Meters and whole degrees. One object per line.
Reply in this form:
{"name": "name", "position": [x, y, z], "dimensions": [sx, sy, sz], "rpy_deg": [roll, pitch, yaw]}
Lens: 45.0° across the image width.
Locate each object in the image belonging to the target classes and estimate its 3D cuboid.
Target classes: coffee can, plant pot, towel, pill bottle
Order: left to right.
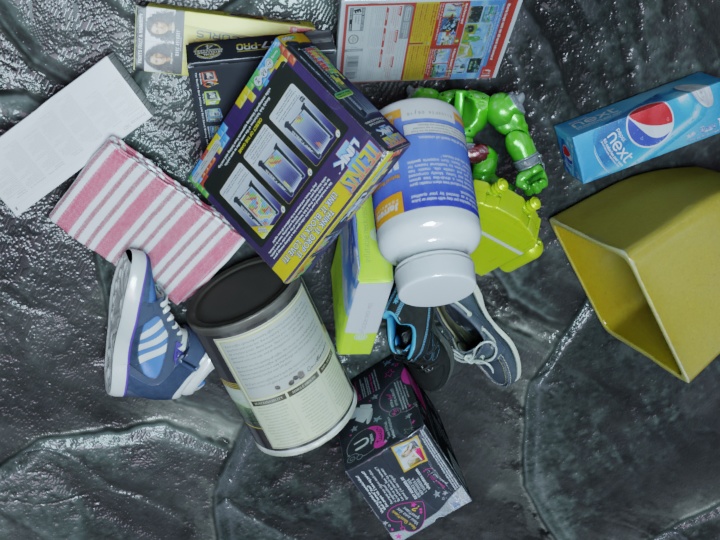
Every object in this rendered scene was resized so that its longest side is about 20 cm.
{"name": "towel", "position": [-0.252, -0.055, 1.036], "dimensions": [0.199, 0.030, 0.146], "rpy_deg": [37, 120, -23]}
{"name": "coffee can", "position": [-0.105, 0.104, 1.066], "dimensions": [0.145, 0.147, 0.201], "rpy_deg": [-23, 117, 1]}
{"name": "pill bottle", "position": [0.067, -0.070, 0.921], "dimensions": [0.111, 0.202, 0.112], "rpy_deg": [-5, 156, -2]}
{"name": "plant pot", "position": [0.395, -0.022, 1.083], "dimensions": [0.199, 0.196, 0.195], "rpy_deg": [-34, 112, -3]}

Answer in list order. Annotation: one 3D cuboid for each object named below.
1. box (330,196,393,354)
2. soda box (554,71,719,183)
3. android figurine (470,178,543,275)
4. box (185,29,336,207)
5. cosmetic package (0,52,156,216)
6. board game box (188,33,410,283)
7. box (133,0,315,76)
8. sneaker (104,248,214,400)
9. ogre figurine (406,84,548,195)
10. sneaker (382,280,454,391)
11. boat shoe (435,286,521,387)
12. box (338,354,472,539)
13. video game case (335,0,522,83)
{"name": "box", "position": [0.000, 0.000, 1.016], "dimensions": [0.047, 0.123, 0.201], "rpy_deg": [0, 149, -10]}
{"name": "soda box", "position": [0.349, -0.178, 1.078], "dimensions": [0.198, 0.068, 0.065], "rpy_deg": [-21, 112, 0]}
{"name": "android figurine", "position": [0.134, -0.052, 1.043], "dimensions": [0.181, 0.200, 0.041], "rpy_deg": [26, 61, -15]}
{"name": "box", "position": [-0.105, -0.168, 0.989], "dimensions": [0.159, 0.049, 0.201], "rpy_deg": [-8, 135, -8]}
{"name": "cosmetic package", "position": [-0.339, -0.156, 0.996], "dimensions": [0.199, 0.051, 0.083], "rpy_deg": [-34, 109, 5]}
{"name": "board game box", "position": [-0.069, -0.114, 0.909], "dimensions": [0.165, 0.057, 0.200], "rpy_deg": [46, 123, 7]}
{"name": "box", "position": [-0.153, -0.254, 0.986], "dimensions": [0.198, 0.050, 0.076], "rpy_deg": [5, 111, -11]}
{"name": "sneaker", "position": [-0.233, 0.069, 1.078], "dimensions": [0.145, 0.081, 0.202], "rpy_deg": [2, 114, -27]}
{"name": "ogre figurine", "position": [0.123, -0.155, 1.034], "dimensions": [0.198, 0.098, 0.121], "rpy_deg": [13, 110, 32]}
{"name": "sneaker", "position": [0.064, 0.089, 1.085], "dimensions": [0.073, 0.082, 0.201], "rpy_deg": [11, 138, 31]}
{"name": "boat shoe", "position": [0.147, 0.086, 1.129], "dimensions": [0.062, 0.074, 0.201], "rpy_deg": [-53, 127, -35]}
{"name": "box", "position": [0.046, 0.221, 1.112], "dimensions": [0.114, 0.200, 0.133], "rpy_deg": [-30, 111, 5]}
{"name": "video game case", "position": [0.071, -0.264, 0.984], "dimensions": [0.198, 0.018, 0.143], "rpy_deg": [-3, 155, -7]}
